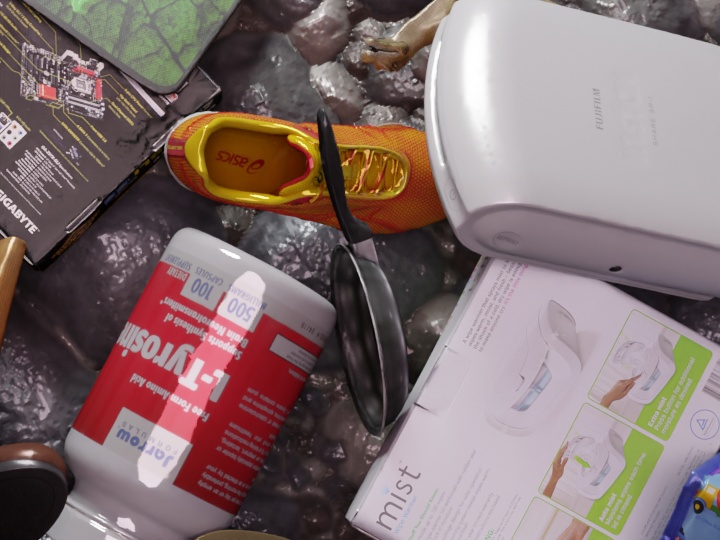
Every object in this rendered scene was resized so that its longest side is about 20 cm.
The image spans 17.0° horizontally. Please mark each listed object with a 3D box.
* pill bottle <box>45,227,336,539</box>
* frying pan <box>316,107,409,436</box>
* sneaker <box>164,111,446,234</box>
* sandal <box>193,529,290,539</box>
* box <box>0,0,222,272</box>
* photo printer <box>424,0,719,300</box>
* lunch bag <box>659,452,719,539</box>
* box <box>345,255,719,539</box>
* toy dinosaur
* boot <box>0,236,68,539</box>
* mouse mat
[{"bbox_3d":[-0.105,0.086,1.431,0.112,0.112,0.201,27,85,0],"label":"pill bottle"},{"bbox_3d":[-0.003,0.003,1.421,0.031,0.115,0.191,-10,88,-12],"label":"frying pan"},{"bbox_3d":[-0.018,-0.055,1.451,0.199,0.077,0.073,2,96,-21],"label":"sneaker"},{"bbox_3d":[-0.028,0.210,1.453,0.211,0.070,0.078,19,78,-24],"label":"sandal"},{"bbox_3d":[-0.209,-0.124,1.474,0.160,0.049,0.200,-44,89,-7],"label":"box"},{"bbox_3d":[0.132,-0.076,1.421,0.199,0.069,0.167,12,56,-20],"label":"photo printer"},{"bbox_3d":[0.267,0.166,1.408,0.150,0.200,0.094,28,110,17],"label":"lunch bag"},{"bbox_3d":[0.112,0.105,1.447,0.176,0.097,0.201,28,86,0],"label":"box"},{"bbox_3d":[0.092,-0.164,1.496,0.199,0.058,0.102,-3,103,-13],"label":"toy dinosaur"},{"bbox_3d":[-0.212,0.071,1.371,0.068,0.188,0.201,30,51,-25],"label":"boot"},{"bbox_3d":[-0.129,-0.223,1.474,0.161,0.008,0.200,34,68,-3],"label":"mouse mat"}]
